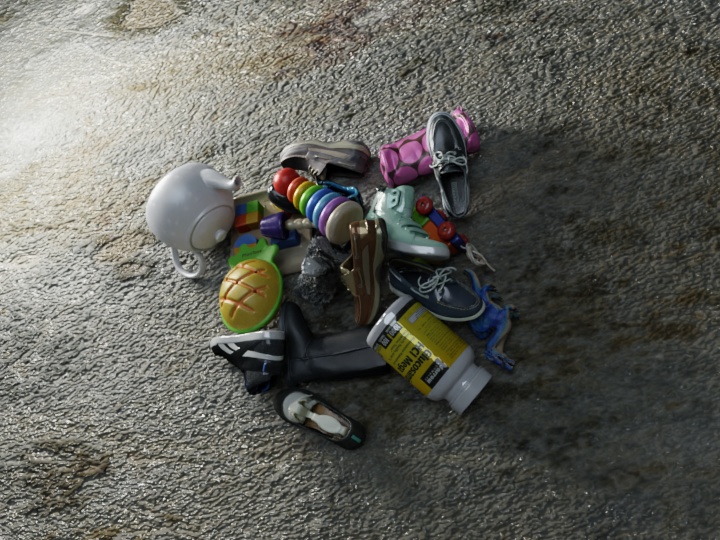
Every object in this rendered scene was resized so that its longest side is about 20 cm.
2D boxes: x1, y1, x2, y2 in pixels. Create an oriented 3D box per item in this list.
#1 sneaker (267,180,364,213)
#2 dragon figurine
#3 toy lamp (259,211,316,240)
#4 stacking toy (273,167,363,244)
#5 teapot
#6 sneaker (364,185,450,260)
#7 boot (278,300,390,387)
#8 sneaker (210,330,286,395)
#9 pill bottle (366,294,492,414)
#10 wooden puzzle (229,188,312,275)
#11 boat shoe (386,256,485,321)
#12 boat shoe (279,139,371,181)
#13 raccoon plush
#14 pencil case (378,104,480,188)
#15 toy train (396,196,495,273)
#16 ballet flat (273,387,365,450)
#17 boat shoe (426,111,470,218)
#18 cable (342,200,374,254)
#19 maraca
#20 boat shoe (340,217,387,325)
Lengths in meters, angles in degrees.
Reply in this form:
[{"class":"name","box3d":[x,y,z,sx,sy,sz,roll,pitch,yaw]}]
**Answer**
[{"class":"sneaker","box3d":[-0.088,-0.154,1.427,0.198,0.082,0.074,10,63,7]},{"class":"dragon figurine","box3d":[0.210,0.079,1.251,0.099,0.059,0.200,-40,61,0]},{"class":"toy lamp","box3d":[-0.096,-0.089,1.395,0.198,0.058,0.059,-2,67,14]},{"class":"stacking toy","box3d":[-0.089,-0.133,1.342,0.200,0.085,0.086,38,84,30]},{"class":"teapot","box3d":[-0.328,-0.107,1.472,0.197,0.200,0.146,-42,70,-14]},{"class":"sneaker","box3d":[0.085,-0.090,1.277,0.199,0.073,0.119,20,92,41]},{"class":"boot","box3d":[-0.046,0.120,1.324,0.198,0.066,0.166,-13,72,18]},{"class":"sneaker","box3d":[-0.216,0.176,1.341,0.199,0.073,0.113,-13,75,45]},{"class":"pill bottle","box3d":[0.117,0.143,1.211,0.200,0.112,0.113,40,85,12]},{"class":"wooden puzzle","box3d":[-0.188,-0.084,1.480,0.184,0.046,0.202,-12,64,15]},{"class":"boat shoe","box3d":[0.126,0.026,1.249,0.075,0.062,0.199,-39,44,-24]},{"class":"boat shoe","box3d":[-0.078,-0.221,1.483,0.198,0.075,0.074,-1,67,21]},{"class":"raccoon plush","box3d":[-0.095,0.017,1.315,0.097,0.200,0.134,41,110,19]},{"class":"pencil case","box3d":[0.129,-0.238,1.406,0.199,0.091,0.094,-25,96,7]},{"class":"toy train","box3d":[0.141,-0.031,1.316,0.116,0.085,0.200,-43,58,10]},{"class":"ballet flat","box3d":[-0.081,0.253,1.279,0.199,0.068,0.068,18,76,27]},{"class":"boat shoe","box3d":[0.163,-0.194,1.331,0.073,0.068,0.201,-6,96,6]},{"class":"cable","box3d":[0.016,-0.065,1.412,0.096,0.050,0.201,-3,53,38]},{"class":"maraca","box3d":[-0.209,0.028,1.384,0.136,0.107,0.202,-13,57,16]},{"class":"boat shoe","box3d":[0.000,0.000,1.257,0.073,0.202,0.076,2,26,-8]}]
